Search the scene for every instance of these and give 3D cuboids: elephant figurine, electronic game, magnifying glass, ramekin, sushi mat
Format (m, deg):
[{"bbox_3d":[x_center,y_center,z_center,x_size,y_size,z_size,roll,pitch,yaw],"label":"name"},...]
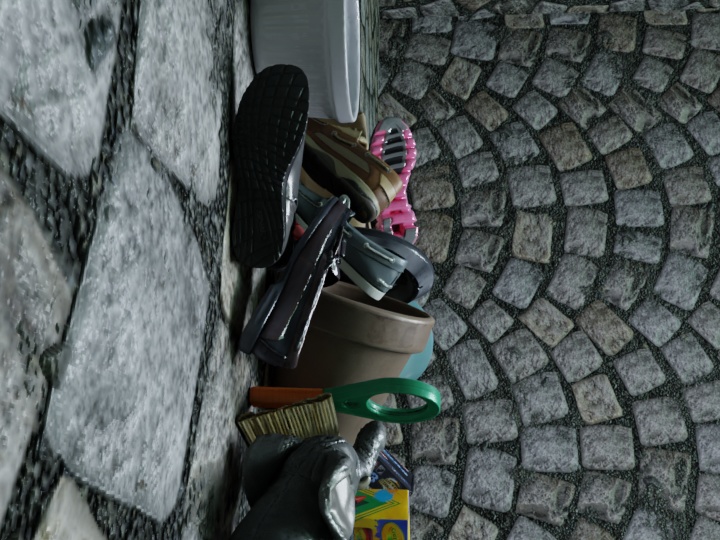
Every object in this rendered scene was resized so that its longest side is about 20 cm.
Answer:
[{"bbox_3d":[-0.050,0.212,0.659,0.155,0.140,0.202,118,-11,-68],"label":"elephant figurine"},{"bbox_3d":[0.000,0.000,0.944,0.201,0.198,0.042,82,15,-60],"label":"electronic game"},{"bbox_3d":[-0.017,0.133,0.725,0.080,0.198,0.023,77,14,-55],"label":"magnifying glass"},{"bbox_3d":[-0.059,-0.273,0.808,0.200,0.104,0.203,0,90,-86],"label":"ramekin"},{"bbox_3d":[-0.068,0.188,0.760,0.201,0.095,0.012,84,-7,-54],"label":"sushi mat"}]

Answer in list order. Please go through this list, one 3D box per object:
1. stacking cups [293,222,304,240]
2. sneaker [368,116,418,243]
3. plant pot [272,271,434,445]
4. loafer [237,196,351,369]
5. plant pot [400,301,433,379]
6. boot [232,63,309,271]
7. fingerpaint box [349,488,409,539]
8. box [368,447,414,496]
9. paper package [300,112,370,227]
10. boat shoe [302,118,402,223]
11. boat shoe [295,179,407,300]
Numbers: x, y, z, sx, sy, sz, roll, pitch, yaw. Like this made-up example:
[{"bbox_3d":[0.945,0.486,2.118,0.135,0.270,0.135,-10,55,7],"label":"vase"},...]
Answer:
[{"bbox_3d":[-0.055,-0.033,0.984,0.200,0.060,0.061,55,34,-63],"label":"stacking cups"},{"bbox_3d":[0.037,-0.131,1.072,0.095,0.078,0.202,-154,-118,-70],"label":"sneaker"},{"bbox_3d":[-0.027,0.110,0.844,0.200,0.198,0.176,-19,125,-85],"label":"plant pot"},{"bbox_3d":[-0.052,0.013,0.724,0.201,0.063,0.072,-60,179,-30],"label":"loafer"},{"bbox_3d":[0.021,0.141,1.313,0.161,0.198,0.203,-11,101,-69],"label":"plant pot"},{"bbox_3d":[-0.090,-0.099,0.721,0.132,0.069,0.202,-47,150,-87],"label":"boot"},{"bbox_3d":[-0.006,0.438,1.074,0.073,0.165,0.202,-78,168,-69],"label":"fingerpaint box"},{"bbox_3d":[0.007,0.309,1.199,0.050,0.200,0.199,-46,169,-2],"label":"box"},{"bbox_3d":[-0.035,-0.116,1.118,0.201,0.102,0.192,81,10,-57],"label":"paper package"},{"bbox_3d":[-0.023,-0.140,0.874,0.200,0.074,0.076,48,-16,28],"label":"boat shoe"},{"bbox_3d":[-0.027,-0.057,0.821,0.200,0.062,0.073,47,12,-1],"label":"boat shoe"}]
